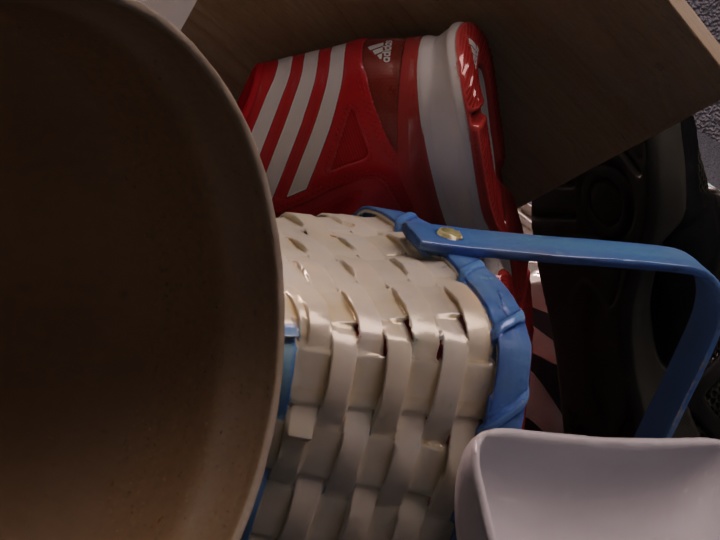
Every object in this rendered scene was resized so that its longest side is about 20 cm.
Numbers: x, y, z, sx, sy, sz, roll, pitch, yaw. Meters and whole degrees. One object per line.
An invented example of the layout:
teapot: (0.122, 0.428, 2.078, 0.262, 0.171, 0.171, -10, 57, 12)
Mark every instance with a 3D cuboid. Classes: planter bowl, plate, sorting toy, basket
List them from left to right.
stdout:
planter bowl: (-0.132, 0.019, 0.680, 0.134, 0.201, 0.200, 8, -3, 35)
sorting toy: (-0.002, -0.103, 0.907, 0.200, 0.198, 0.070, 45, 28, -35)
basket: (0.014, 0.061, 0.829, 0.199, 0.177, 0.139, 13, 17, -25)
plate: (0.090, 0.151, 0.782, 0.199, 0.032, 0.201, 8, 68, -58)

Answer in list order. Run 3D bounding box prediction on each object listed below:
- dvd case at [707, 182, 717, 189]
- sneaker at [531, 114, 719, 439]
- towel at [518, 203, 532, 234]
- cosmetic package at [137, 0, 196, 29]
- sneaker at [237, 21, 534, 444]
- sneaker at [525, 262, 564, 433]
dvd case: (0.139, 0.053, 1.120, 0.146, 0.200, 0.022, 34, 42, 13)
sneaker: (0.133, 0.000, 1.003, 0.114, 0.200, 0.076, -20, 19, -33)
towel: (0.084, 0.050, 1.122, 0.200, 0.153, 0.023, 34, 41, 11)
cosmetic package: (-0.132, -0.036, 0.801, 0.082, 0.200, 0.051, 37, 13, 24)
sneaker: (0.000, 0.000, 0.918, 0.115, 0.201, 0.078, -1, 31, 11)
sneaker: (0.016, 0.062, 1.070, 0.198, 0.130, 0.080, -8, 18, 0)
